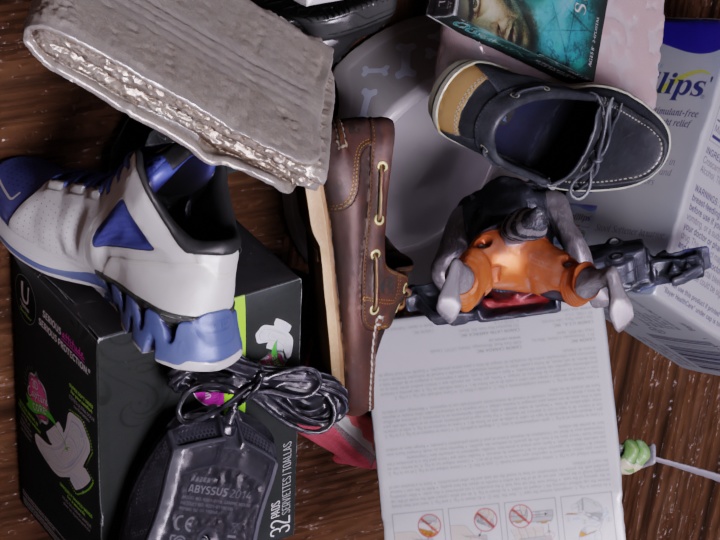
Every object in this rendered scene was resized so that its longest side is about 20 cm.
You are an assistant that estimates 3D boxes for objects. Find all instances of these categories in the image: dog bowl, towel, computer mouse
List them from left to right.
[{"bbox_3d":[-0.101,-0.127,1.570,0.199,0.133,0.034,30,126,-20],"label":"towel"},{"bbox_3d":[-0.097,0.140,1.664,0.138,0.053,0.201,17,95,-39],"label":"computer mouse"},{"bbox_3d":[0.047,-0.066,1.798,0.199,0.059,0.201,-18,126,-26],"label":"dog bowl"},{"bbox_3d":[0.127,-0.176,1.755,0.190,0.032,0.202,16,78,-42],"label":"towel"}]

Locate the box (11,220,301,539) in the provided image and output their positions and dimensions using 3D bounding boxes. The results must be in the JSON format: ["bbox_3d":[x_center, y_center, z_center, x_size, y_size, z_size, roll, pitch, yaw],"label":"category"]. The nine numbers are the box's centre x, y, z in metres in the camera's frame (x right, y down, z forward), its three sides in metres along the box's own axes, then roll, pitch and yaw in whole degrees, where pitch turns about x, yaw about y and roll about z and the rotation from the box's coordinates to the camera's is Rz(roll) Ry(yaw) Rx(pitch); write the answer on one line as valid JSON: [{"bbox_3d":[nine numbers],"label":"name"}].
[{"bbox_3d":[-0.129,0.078,1.717,0.148,0.124,0.201,-17,127,-28],"label":"box"}]

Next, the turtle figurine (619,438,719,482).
[{"bbox_3d":[0.151,0.071,1.892,0.194,0.198,0.145,49,39,-72],"label":"turtle figurine"}]

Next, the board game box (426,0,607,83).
[{"bbox_3d":[0.112,-0.233,1.702,0.135,0.028,0.202,19,76,-42],"label":"board game box"}]

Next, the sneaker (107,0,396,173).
[{"bbox_3d":[-0.066,-0.113,1.691,0.199,0.060,0.105,-20,128,-20],"label":"sneaker"}]

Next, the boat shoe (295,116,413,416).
[{"bbox_3d":[0.000,0.000,1.705,0.070,0.070,0.201,-9,116,-10],"label":"boat shoe"}]

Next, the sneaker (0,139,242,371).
[{"bbox_3d":[-0.130,-0.037,1.593,0.080,0.199,0.116,-13,127,-44],"label":"sneaker"}]

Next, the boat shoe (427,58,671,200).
[{"bbox_3d":[0.128,-0.083,1.689,0.199,0.062,0.075,13,108,-44],"label":"boat shoe"}]

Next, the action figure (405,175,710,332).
[{"bbox_3d":[0.123,-0.018,1.703,0.198,0.194,0.105,-10,107,-2],"label":"action figure"}]

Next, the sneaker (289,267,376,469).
[{"bbox_3d":[-0.034,0.077,1.817,0.200,0.086,0.074,48,45,-34],"label":"sneaker"}]

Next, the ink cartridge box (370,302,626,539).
[{"bbox_3d":[0.090,0.124,1.766,0.159,0.047,0.202,-6,83,3],"label":"ink cartridge box"}]

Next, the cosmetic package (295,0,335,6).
[{"bbox_3d":[-0.008,-0.265,1.625,0.082,0.051,0.201,-12,117,-28],"label":"cosmetic package"}]

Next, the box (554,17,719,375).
[{"bbox_3d":[0.241,-0.048,1.879,0.184,0.105,0.201,30,75,-44],"label":"box"}]
